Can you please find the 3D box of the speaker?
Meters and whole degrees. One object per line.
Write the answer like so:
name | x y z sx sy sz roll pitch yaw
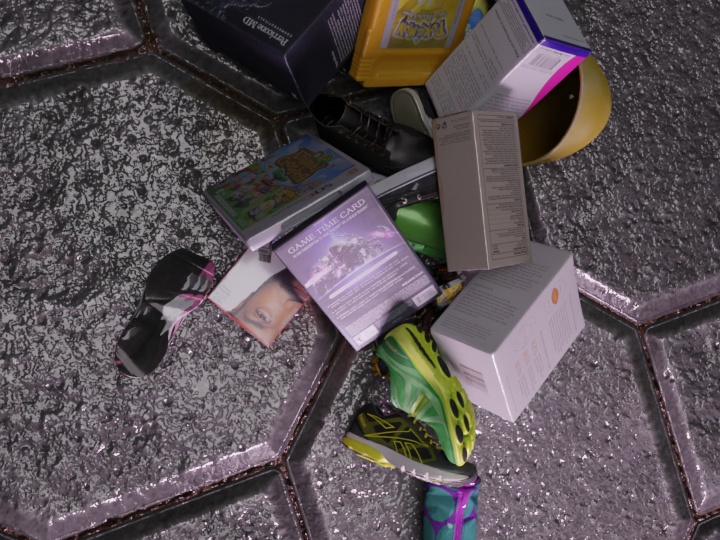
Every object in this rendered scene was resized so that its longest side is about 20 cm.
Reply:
speaker | 0.076 -0.073 1.064 0.199 0.088 0.089 18 84 -10

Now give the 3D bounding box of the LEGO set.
LEGO set | 0.086 0.071 1.072 0.199 0.116 0.155 -14 91 -13

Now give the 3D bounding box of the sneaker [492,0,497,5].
sneaker | 0.181 -0.453 1.095 0.146 0.081 0.201 20 49 -30

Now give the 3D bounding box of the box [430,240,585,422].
box | 0.212 0.078 1.054 0.200 0.106 0.153 -46 134 -25

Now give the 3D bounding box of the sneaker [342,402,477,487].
sneaker | 0.071 0.240 1.049 0.199 0.074 0.085 14 73 22

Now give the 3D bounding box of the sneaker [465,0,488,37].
sneaker | 0.105 -0.359 1.118 0.199 0.076 0.106 -10 91 -14

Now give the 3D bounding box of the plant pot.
plant pot | 0.288 -0.250 1.113 0.141 0.200 0.201 -1 87 -38

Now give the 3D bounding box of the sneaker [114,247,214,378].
sneaker | -0.274 0.058 1.013 0.080 0.086 0.200 37 59 -11

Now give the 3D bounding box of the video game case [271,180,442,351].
video game case | 0.000 0.000 0.965 0.143 0.019 0.200 -34 121 6

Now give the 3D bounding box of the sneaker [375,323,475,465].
sneaker | 0.089 0.169 1.014 0.074 0.083 0.201 -19 80 -56

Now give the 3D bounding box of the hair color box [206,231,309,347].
hair color box | -0.111 -0.005 1.058 0.111 0.064 0.200 40 81 -10

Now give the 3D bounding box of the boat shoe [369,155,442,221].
boat shoe | 0.030 -0.086 0.979 0.199 0.069 0.057 -28 92 -15

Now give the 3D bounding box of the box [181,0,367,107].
box | -0.096 -0.364 1.011 0.196 0.117 0.200 34 79 21

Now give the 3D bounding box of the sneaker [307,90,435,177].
sneaker | 0.021 -0.181 1.034 0.199 0.106 0.075 18 83 17

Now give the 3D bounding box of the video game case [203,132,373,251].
video game case | -0.103 -0.113 1.004 0.182 0.200 0.022 -31 124 -12

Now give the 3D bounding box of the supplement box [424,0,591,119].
supplement box | 0.196 -0.277 1.034 0.101 0.200 0.104 0 60 -38

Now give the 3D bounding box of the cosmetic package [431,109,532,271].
cosmetic package | 0.160 -0.104 0.985 0.103 0.073 0.201 -8 93 -44

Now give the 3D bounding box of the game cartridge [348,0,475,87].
game cartridge | 0.080 -0.347 1.024 0.176 0.032 0.201 -12 133 -34

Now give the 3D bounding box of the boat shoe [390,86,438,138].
boat shoe | 0.105 -0.177 1.115 0.066 0.074 0.200 -31 103 -42

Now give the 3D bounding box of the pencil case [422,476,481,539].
pencil case | 0.130 0.394 1.082 0.085 0.092 0.201 3 86 -13
